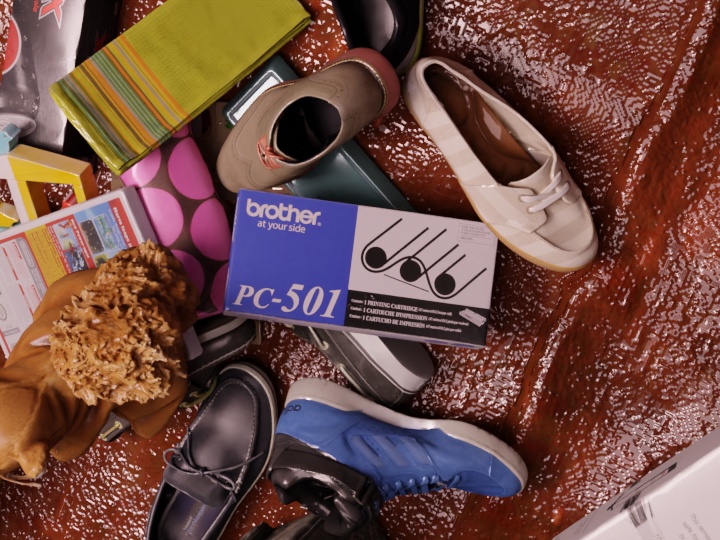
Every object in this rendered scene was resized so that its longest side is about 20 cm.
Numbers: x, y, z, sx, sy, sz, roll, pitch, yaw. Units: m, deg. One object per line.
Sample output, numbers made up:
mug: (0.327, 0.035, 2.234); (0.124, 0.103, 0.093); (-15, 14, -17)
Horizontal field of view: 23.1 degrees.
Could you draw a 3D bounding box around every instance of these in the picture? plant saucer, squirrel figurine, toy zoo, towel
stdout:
plant saucer: (-0.025, -0.073, 1.388); (0.070, 0.019, 0.200); (-42, 87, 22)
squirrel figurine: (-0.211, 0.069, 1.292); (0.142, 0.186, 0.200); (51, 128, 4)
toy zoo: (-0.263, -0.030, 1.445); (0.130, 0.020, 0.201); (7, 128, 24)
towel: (-0.136, -0.165, 1.346); (0.200, 0.018, 0.086); (-41, 88, -16)

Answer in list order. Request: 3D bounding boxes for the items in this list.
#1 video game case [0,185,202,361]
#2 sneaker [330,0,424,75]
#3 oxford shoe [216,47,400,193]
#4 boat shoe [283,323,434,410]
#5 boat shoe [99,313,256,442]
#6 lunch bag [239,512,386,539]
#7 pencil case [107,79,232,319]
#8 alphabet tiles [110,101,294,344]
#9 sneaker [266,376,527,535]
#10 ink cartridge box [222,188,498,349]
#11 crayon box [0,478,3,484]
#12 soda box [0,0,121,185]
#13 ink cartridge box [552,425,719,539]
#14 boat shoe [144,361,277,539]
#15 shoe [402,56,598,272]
video game case: (-0.227, 0.023, 1.414); (0.199, 0.017, 0.144); (-15, 100, 38)
sneaker: (0.010, -0.236, 1.303); (0.071, 0.083, 0.201); (-6, 101, 22)
oxford shoe: (-0.058, -0.103, 1.321); (0.071, 0.075, 0.200); (53, 136, -4)
boat shoe: (-0.031, 0.030, 1.390); (0.064, 0.071, 0.200); (-42, 89, 24)
boat shoe: (-0.154, 0.086, 1.449); (0.201, 0.072, 0.061); (-25, 98, 36)
lunch bag: (-0.070, 0.282, 1.397); (0.167, 0.200, 0.140); (-29, 92, 23)
pencil case: (-0.151, -0.060, 1.401); (0.090, 0.094, 0.201); (-19, 97, -21)
alphabet tiles: (-0.129, -0.040, 1.447); (0.166, 0.008, 0.201); (4, 104, 20)
sneaker: (0.025, 0.165, 1.359); (0.199, 0.112, 0.077); (20, 147, -2)
ink cartridge box: (0.000, 0.000, 1.329); (0.199, 0.044, 0.095); (7, 83, -6)
crayon box: (-0.363, 0.184, 1.484); (0.058, 0.200, 0.173); (38, 113, 8)
soda box: (-0.244, -0.176, 1.427); (0.070, 0.063, 0.201); (17, 108, 16)
ink cartridge box: (0.253, 0.221, 1.321); (0.200, 0.084, 0.146); (-38, 87, 24)
boat shoe: (-0.126, 0.168, 1.466); (0.074, 0.062, 0.201); (31, 110, 13)
shoe: (0.104, -0.079, 1.303); (0.070, 0.053, 0.200); (-42, 91, -13)
